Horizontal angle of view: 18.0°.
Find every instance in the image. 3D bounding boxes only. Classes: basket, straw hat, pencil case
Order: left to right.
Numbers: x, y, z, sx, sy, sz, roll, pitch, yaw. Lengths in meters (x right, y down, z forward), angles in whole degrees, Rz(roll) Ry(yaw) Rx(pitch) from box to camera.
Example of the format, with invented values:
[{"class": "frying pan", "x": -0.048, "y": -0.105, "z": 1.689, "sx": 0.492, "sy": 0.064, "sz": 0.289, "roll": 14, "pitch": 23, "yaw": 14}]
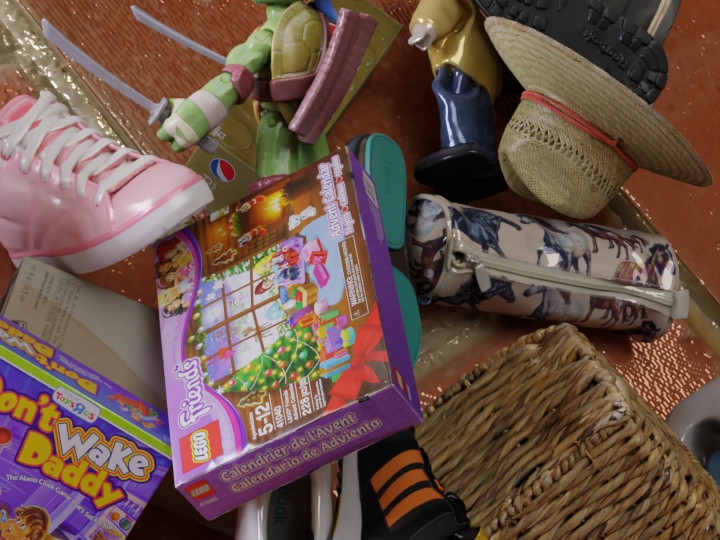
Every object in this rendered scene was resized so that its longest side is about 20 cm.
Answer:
[{"class": "basket", "x": 0.105, "y": 0.152, "z": 1.386, "sx": 0.149, "sy": 0.200, "sz": 0.143, "roll": 45, "pitch": 6, "yaw": -31}, {"class": "pencil case", "x": 0.126, "y": 0.000, "z": 1.569, "sx": 0.199, "sy": 0.078, "sz": 0.089, "roll": 10, "pitch": 19, "yaw": -22}, {"class": "straw hat", "x": 0.144, "y": -0.083, "z": 1.576, "sx": 0.201, "sy": 0.201, "sz": 0.085, "roll": 36, "pitch": 87, "yaw": -1}]

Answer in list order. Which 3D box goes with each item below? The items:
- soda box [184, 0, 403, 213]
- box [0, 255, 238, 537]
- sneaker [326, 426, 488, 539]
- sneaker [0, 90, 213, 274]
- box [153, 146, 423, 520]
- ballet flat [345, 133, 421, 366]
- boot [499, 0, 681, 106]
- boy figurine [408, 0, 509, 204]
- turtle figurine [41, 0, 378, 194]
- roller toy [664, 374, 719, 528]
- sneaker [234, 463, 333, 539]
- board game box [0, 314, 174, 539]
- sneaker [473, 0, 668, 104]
[{"class": "soda box", "x": -0.048, "y": -0.115, "z": 1.572, "sx": 0.068, "sy": 0.064, "sz": 0.200, "roll": 35, "pitch": 49, "yaw": -2}, {"class": "box", "x": -0.134, "y": 0.079, "z": 1.371, "sx": 0.199, "sy": 0.095, "sz": 0.078, "roll": 23, "pitch": 51, "yaw": -10}, {"class": "sneaker", "x": 0.032, "y": 0.146, "z": 1.290, "sx": 0.090, "sy": 0.070, "sz": 0.200, "roll": -3, "pitch": 36, "yaw": 11}, {"class": "sneaker", "x": -0.173, "y": -0.058, "z": 1.362, "sx": 0.075, "sy": 0.200, "sz": 0.105, "roll": -36, "pitch": 106, "yaw": -33}, {"class": "box", "x": -0.046, "y": 0.032, "z": 1.288, "sx": 0.039, "sy": 0.137, "sz": 0.200, "roll": 52, "pitch": 18, "yaw": -40}, {"class": "ballet flat", "x": 0.000, "y": 0.000, "z": 1.515, "sx": 0.073, "sy": 0.073, "sz": 0.201, "roll": 12, "pitch": 52, "yaw": -20}, {"class": "boot", "x": 0.168, "y": -0.199, "z": 1.742, "sx": 0.138, "sy": 0.078, "sz": 0.200, "roll": 21, "pitch": 49, "yaw": -7}, {"class": "boy figurine", "x": 0.064, "y": -0.154, "z": 1.627, "sx": 0.124, "sy": 0.064, "sz": 0.201, "roll": 35, "pitch": 43, "yaw": -57}, {"class": "turtle figurine", "x": -0.080, "y": -0.091, "z": 1.430, "sx": 0.199, "sy": 0.144, "sz": 0.195, "roll": -15, "pitch": 96, "yaw": -5}, {"class": "roller toy", "x": 0.291, "y": 0.143, "z": 1.499, "sx": 0.183, "sy": 0.140, "sz": 0.200, "roll": 49, "pitch": 28, "yaw": -10}, {"class": "sneaker", "x": -0.043, "y": 0.182, "z": 1.297, "sx": 0.075, "sy": 0.088, "sz": 0.201, "roll": -4, "pitch": 98, "yaw": -8}, {"class": "board game box", "x": -0.217, "y": 0.098, "z": 1.286, "sx": 0.200, "sy": 0.135, "sz": 0.045, "roll": 31, "pitch": 14, "yaw": -4}, {"class": "sneaker", "x": 0.122, "y": -0.181, "z": 1.626, "sx": 0.200, "sy": 0.088, "sz": 0.076, "roll": 43, "pitch": 74, "yaw": -15}]
